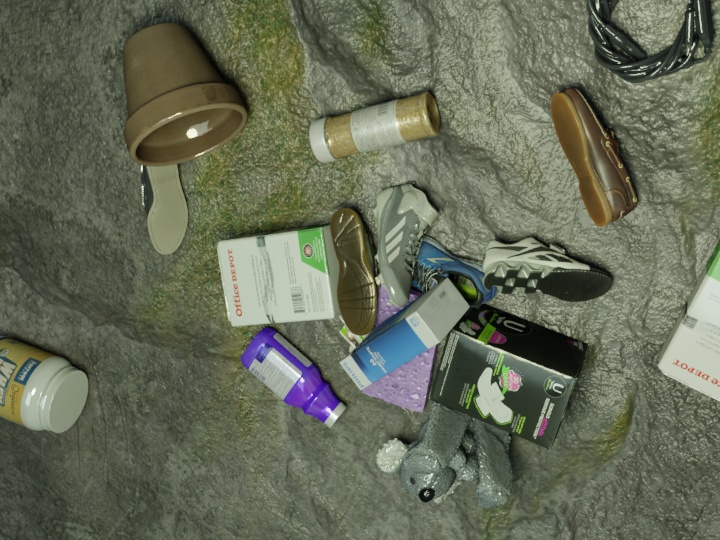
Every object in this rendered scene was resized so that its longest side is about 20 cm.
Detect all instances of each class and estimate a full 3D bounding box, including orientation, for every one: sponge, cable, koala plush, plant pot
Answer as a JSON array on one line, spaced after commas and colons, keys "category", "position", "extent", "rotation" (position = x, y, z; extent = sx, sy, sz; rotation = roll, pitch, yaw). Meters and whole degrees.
[{"category": "sponge", "position": [0.070, 0.125, 1.517], "extent": [0.110, 0.030, 0.204], "rotation": [16, 113, 15]}, {"category": "cable", "position": [0.383, -0.360, 1.248], "extent": [0.161, 0.051, 0.204], "rotation": [-6, 107, 29]}, {"category": "koala plush", "position": [0.132, 0.304, 1.511], "extent": [0.175, 0.186, 0.201], "rotation": [27, 134, -13]}, {"category": "plant pot", "position": [-0.297, -0.288, 1.474], "extent": [0.198, 0.199, 0.177], "rotation": [-26, 80, 26]}]

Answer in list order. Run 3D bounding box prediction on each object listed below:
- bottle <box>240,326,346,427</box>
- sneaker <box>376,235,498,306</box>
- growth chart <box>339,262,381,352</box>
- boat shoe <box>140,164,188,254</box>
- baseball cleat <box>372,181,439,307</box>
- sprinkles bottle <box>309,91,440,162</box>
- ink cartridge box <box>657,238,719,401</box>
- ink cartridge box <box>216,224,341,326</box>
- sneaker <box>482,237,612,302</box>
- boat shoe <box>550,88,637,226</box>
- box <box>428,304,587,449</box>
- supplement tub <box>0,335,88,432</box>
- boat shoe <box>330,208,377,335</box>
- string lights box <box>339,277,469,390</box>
[{"category": "bottle", "position": [-0.112, 0.189, 1.609], "extent": [0.199, 0.065, 0.084], "rotation": [40, 117, 5]}, {"category": "sneaker", "position": [0.114, 0.003, 1.444], "extent": [0.197, 0.089, 0.080], "rotation": [18, 113, 18]}, {"category": "growth chart", "position": [0.031, 0.103, 1.550], "extent": [0.144, 0.018, 0.202], "rotation": [-31, 94, 28]}, {"category": "boat shoe", "position": [-0.344, -0.130, 1.614], "extent": [0.063, 0.071, 0.204], "rotation": [38, 134, 55]}, {"category": "baseball cleat", "position": [0.071, -0.048, 1.410], "extent": [0.105, 0.070, 0.203], "rotation": [-18, 62, 21]}, {"category": "sprinkles bottle", "position": [0.021, -0.218, 1.421], "extent": [0.197, 0.068, 0.069], "rotation": [-10, 103, 24]}, {"category": "ink cartridge box", "position": [0.527, 0.075, 1.305], "extent": [0.144, 0.084, 0.203], "rotation": [27, 115, 12]}, {"category": "ink cartridge box", "position": [-0.126, 0.007, 1.537], "extent": [0.196, 0.083, 0.150], "rotation": [-5, 98, 23]}, {"category": "sneaker", "position": [0.279, -0.011, 1.387], "extent": [0.196, 0.090, 0.075], "rotation": [9, 139, -6]}, {"category": "boat shoe", "position": [0.333, -0.167, 1.321], "extent": [0.069, 0.070, 0.203], "rotation": [-25, 102, -12]}, {"category": "box", "position": [0.227, 0.153, 1.414], "extent": [0.197, 0.148, 0.126], "rotation": [22, 112, 14]}, {"category": "supplement tub", "position": [-0.640, 0.220, 1.785], "extent": [0.197, 0.145, 0.147], "rotation": [16, 112, 16]}, {"category": "boat shoe", "position": [0.000, 0.000, 1.489], "extent": [0.072, 0.065, 0.204], "rotation": [-3, 96, 26]}, {"category": "string lights box", "position": [0.064, 0.098, 1.407], "extent": [0.059, 0.103, 0.199], "rotation": [50, 135, -2]}]
